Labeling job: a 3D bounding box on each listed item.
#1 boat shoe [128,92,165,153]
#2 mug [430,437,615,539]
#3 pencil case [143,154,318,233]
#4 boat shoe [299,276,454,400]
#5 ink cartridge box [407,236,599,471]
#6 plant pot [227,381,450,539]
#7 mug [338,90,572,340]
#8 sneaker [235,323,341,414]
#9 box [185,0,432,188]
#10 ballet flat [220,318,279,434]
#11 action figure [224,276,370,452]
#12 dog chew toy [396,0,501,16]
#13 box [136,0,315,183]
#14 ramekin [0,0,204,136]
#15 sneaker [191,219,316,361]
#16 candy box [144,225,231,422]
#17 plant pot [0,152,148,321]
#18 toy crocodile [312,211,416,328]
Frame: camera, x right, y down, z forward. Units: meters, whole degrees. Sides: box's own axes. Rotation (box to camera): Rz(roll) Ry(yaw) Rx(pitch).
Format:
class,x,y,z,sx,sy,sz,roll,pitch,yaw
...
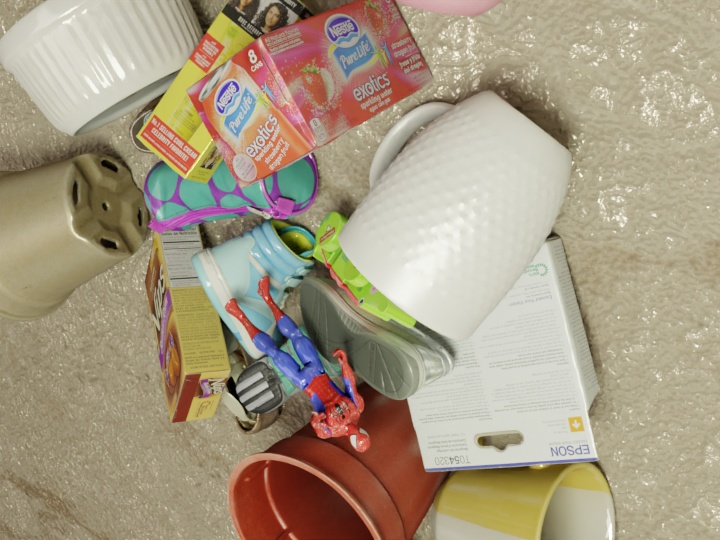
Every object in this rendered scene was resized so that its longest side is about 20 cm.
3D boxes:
class,x,y,z,sx,sy,sz,roll,pitch,yaw
boat shoe,-0.198,-0.166,0.917,0.199,0.072,0.073,-11,106,39
mug,0.160,0.243,0.851,0.152,0.188,0.149,-1,154,45
pencil case,-0.145,-0.091,0.906,0.199,0.093,0.085,-5,151,39
boat shoe,0.007,0.061,0.841,0.201,0.064,0.075,29,123,47
ink cartridge box,0.125,0.086,0.807,0.195,0.043,0.202,-14,90,39
plant pot,-0.005,0.228,0.900,0.199,0.195,0.202,16,122,28
mug,0.078,-0.070,0.726,0.176,0.147,0.200,-52,46,14
sneaker,-0.049,0.092,0.957,0.199,0.087,0.075,-27,87,18
box,-0.037,-0.160,0.718,0.099,0.200,0.096,-20,103,40
ballet flat,-0.157,0.114,1.036,0.068,0.067,0.201,-12,106,39
action figure,-0.053,0.089,0.805,0.200,0.065,0.099,51,162,13
dog chew toy,0.075,-0.300,0.625,0.124,0.124,0.202,20,115,26
box,-0.129,-0.187,0.812,0.075,0.050,0.200,40,101,12
ramekin,-0.250,-0.220,0.844,0.199,0.200,0.106,-21,105,41
sneaker,-0.094,0.022,0.941,0.080,0.130,0.200,57,175,33
candy box,-0.206,0.060,0.977,0.117,0.056,0.201,118,143,-48
plant pot,-0.373,-0.055,1.041,0.182,0.200,0.202,-16,103,28
toy crocodile,0.000,0.000,0.813,0.062,0.067,0.200,-54,35,11
